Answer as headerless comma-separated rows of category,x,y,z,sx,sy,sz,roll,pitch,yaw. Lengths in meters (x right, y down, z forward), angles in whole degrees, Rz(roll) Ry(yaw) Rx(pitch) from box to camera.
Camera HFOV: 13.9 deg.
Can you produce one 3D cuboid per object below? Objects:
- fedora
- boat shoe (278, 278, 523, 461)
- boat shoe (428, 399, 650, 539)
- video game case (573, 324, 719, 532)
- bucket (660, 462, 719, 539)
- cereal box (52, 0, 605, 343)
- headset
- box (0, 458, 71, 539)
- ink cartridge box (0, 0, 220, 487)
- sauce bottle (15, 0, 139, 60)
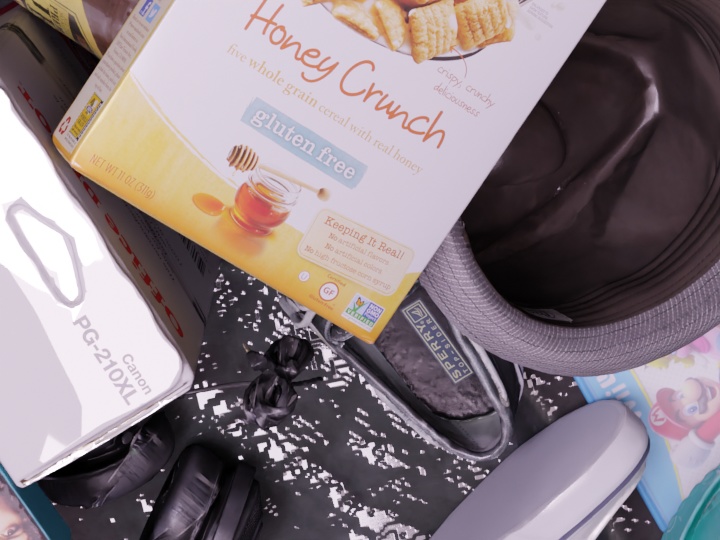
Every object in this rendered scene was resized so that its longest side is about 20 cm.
fedora,0.088,-0.052,1.211,0.200,0.090,0.177,-33,114,-20
boat shoe,-0.002,0.002,1.247,0.074,0.068,0.199,-29,112,17
boat shoe,0.065,0.141,1.303,0.066,0.072,0.200,38,106,-16
video game case,0.187,0.011,1.289,0.200,0.018,0.143,-28,107,8
bucket,0.220,0.167,1.270,0.207,0.135,0.207,-2,114,-5
cereal box,0.001,-0.091,1.082,0.144,0.040,0.200,30,97,-25
headset,-0.094,0.095,1.272,0.124,0.094,0.200,43,114,-14
box,-0.195,0.050,1.107,0.082,0.049,0.200,-33,107,2
ink cartridge box,-0.130,-0.019,1.171,0.084,0.200,0.145,-32,101,7
sauce bottle,-0.095,-0.116,1.164,0.200,0.065,0.065,36,108,29
